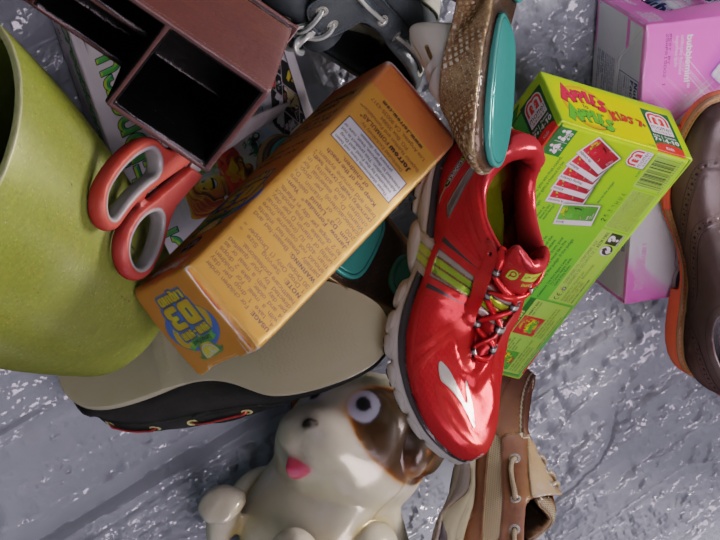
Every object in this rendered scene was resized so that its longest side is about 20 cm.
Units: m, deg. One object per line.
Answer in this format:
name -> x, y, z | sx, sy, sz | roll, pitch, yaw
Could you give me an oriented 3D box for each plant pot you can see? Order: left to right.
plant pot -> -0.198, -0.020, 1.573 | 0.187, 0.187, 0.200 | -51, 136, 2

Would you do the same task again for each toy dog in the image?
toy dog -> -0.009, 0.162, 1.766 | 0.193, 0.139, 0.201 | -6, 114, -36

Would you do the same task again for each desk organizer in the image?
desk organizer -> -0.139, -0.147, 1.540 | 0.200, 0.077, 0.072 | 34, 120, -12

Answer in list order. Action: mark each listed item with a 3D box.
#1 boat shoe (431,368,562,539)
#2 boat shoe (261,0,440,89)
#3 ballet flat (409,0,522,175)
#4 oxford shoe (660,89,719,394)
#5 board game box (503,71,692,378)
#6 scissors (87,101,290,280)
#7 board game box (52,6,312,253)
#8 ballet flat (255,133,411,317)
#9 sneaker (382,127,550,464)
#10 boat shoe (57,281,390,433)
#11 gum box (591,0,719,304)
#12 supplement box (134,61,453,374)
boat shoe -> 0.090, 0.145, 1.788 | 0.072, 0.200, 0.076 | 12, 141, 7
boat shoe -> -0.017, -0.151, 1.622 | 0.200, 0.073, 0.062 | 21, 72, -57
ballet flat -> 0.063, -0.150, 1.634 | 0.071, 0.065, 0.201 | 61, 37, -65
oxford shoe -> 0.234, -0.014, 1.765 | 0.071, 0.073, 0.201 | -14, 118, -18
board game box -> 0.104, -0.025, 1.747 | 0.101, 0.048, 0.200 | 14, 128, -31
scissors -> -0.092, -0.069, 1.582 | 0.200, 0.014, 0.073 | -50, 135, -43
board game box -> -0.094, -0.091, 1.667 | 0.126, 0.035, 0.200 | -27, 122, -15
ballet flat -> 0.000, 0.000, 1.694 | 0.200, 0.063, 0.069 | 43, 54, -16
sneaker -> 0.069, 0.011, 1.635 | 0.077, 0.085, 0.201 | 13, 76, -43
boat shoe -> -0.076, 0.051, 1.678 | 0.201, 0.074, 0.063 | -10, 160, 12
gum box -> 0.209, -0.088, 1.805 | 0.113, 0.066, 0.201 | -8, 116, -23
supplement box -> -0.036, -0.031, 1.600 | 0.069, 0.066, 0.200 | 49, 56, -12
